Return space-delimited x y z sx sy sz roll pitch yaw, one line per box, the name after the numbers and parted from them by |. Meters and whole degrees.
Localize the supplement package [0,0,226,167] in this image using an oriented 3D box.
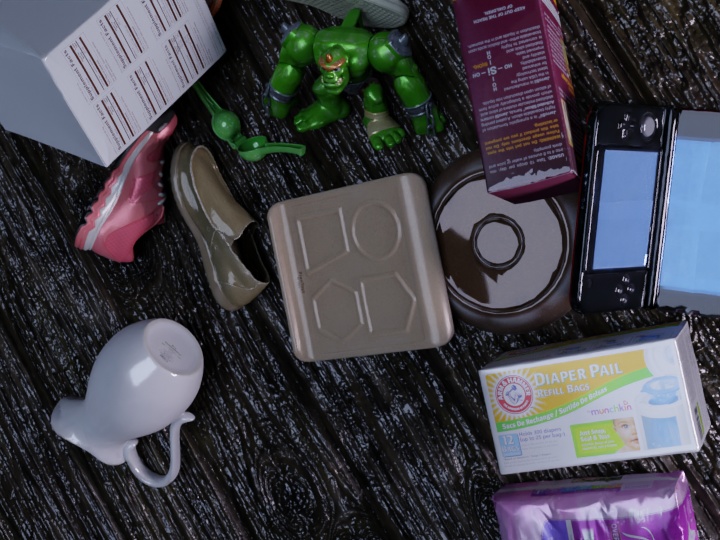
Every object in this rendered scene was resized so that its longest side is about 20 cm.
-0.294 -0.247 1.174 0.190 0.200 0.148 21 149 35 | supplement package

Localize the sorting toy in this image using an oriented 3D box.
0.000 0.000 1.201 0.199 0.036 0.187 -10 93 31 | sorting toy

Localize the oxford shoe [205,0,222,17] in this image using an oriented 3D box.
-0.179 -0.340 1.198 0.200 0.072 0.072 -51 43 42 | oxford shoe

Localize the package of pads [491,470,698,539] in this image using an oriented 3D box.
0.241 0.276 1.118 0.199 0.076 0.122 -9 96 24 | package of pads

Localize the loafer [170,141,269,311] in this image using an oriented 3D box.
-0.155 -0.056 1.253 0.067 0.076 0.201 -16 100 23 | loafer

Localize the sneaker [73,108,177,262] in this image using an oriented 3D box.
-0.261 -0.098 1.305 0.086 0.074 0.201 30 101 -18 | sneaker

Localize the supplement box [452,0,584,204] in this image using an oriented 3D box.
0.158 -0.174 1.061 0.085 0.110 0.202 -12 83 20 | supplement box

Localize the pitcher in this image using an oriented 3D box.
-0.255 0.163 1.308 0.171 0.121 0.200 41 122 -8 | pitcher

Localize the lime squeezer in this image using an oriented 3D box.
-0.141 -0.164 1.236 0.200 0.071 0.038 38 73 21 | lime squeezer

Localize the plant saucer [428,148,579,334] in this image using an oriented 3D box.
0.147 -0.030 1.145 0.199 0.032 0.202 3 97 22 | plant saucer

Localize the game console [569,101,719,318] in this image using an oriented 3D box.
0.300 -0.053 1.032 0.118 0.171 0.202 14 103 48 | game console

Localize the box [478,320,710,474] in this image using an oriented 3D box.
0.232 0.126 1.088 0.199 0.101 0.113 -13 92 24 | box

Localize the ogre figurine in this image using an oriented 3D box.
-0.015 -0.203 1.152 0.199 0.098 0.121 25 141 32 | ogre figurine

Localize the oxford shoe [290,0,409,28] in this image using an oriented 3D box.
-0.035 -0.313 1.172 0.199 0.075 0.058 23 77 19 | oxford shoe
